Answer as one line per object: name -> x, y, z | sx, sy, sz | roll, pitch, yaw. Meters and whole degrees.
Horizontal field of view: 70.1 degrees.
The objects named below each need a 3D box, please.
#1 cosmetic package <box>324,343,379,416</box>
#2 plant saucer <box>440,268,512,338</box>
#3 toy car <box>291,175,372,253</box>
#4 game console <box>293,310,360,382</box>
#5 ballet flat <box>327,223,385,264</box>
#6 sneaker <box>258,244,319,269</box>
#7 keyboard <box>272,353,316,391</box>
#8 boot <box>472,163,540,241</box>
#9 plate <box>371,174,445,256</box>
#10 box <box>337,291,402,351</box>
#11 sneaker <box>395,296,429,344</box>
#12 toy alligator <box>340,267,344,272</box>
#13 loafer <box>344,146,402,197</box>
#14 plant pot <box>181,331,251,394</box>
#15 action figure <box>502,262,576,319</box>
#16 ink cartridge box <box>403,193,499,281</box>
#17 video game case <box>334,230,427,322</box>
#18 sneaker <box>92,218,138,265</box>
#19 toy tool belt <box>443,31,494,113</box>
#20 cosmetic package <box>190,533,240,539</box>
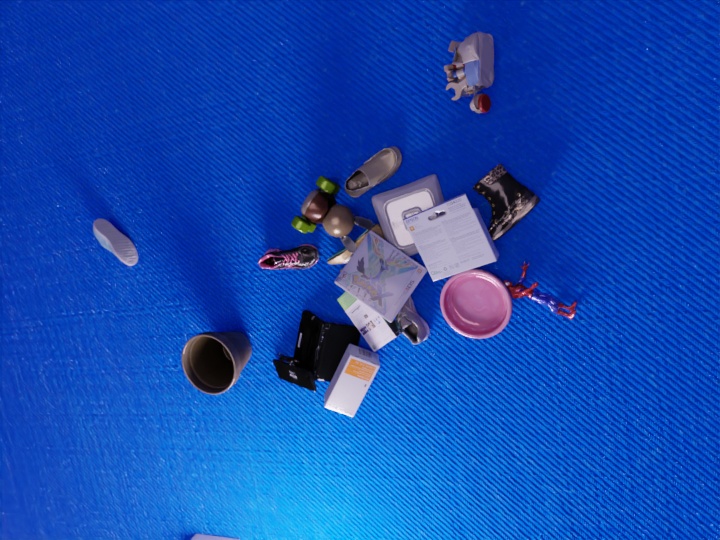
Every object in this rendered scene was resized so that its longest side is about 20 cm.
cosmetic package -> -0.028, 0.338, 1.577 | 0.101, 0.071, 0.201 | 21, 109, -11
plant saucer -> 0.324, 0.089, 1.433 | 0.200, 0.051, 0.202 | 8, 109, 23
toy car -> -0.069, -0.149, 1.485 | 0.200, 0.158, 0.165 | 34, 99, 3
game console -> -0.112, 0.244, 1.642 | 0.176, 0.116, 0.201 | 27, 110, 44
ballet flat -> -0.012, -0.061, 1.523 | 0.200, 0.069, 0.063 | -36, 94, 22
sneaker -> -0.226, -0.034, 1.587 | 0.199, 0.095, 0.079 | -8, 96, 19
keyboard -> -0.207, 0.318, 1.647 | 0.199, 0.040, 0.105 | 6, 118, 45
boot -> 0.357, -0.172, 1.372 | 0.200, 0.073, 0.151 | -44, 82, 25
plate -> 0.150, -0.147, 1.455 | 0.199, 0.032, 0.200 | -18, 96, 13
box -> 0.025, 0.132, 1.522 | 0.200, 0.036, 0.144 | 53, 143, 6
sneaker -> 0.128, 0.127, 1.497 | 0.076, 0.092, 0.200 | -40, 86, 21
toy alligator -> 0.000, 0.000, 1.536 | 0.199, 0.054, 0.059 | -27, 91, 21
loafer -> 0.033, -0.277, 1.464 | 0.200, 0.068, 0.076 | -38, 87, 21
plant pot -> -0.451, 0.280, 1.681 | 0.199, 0.173, 0.201 | 3, 101, 17
action figure -> 0.482, 0.049, 1.371 | 0.199, 0.065, 0.099 | 19, 123, 14
ink cartridge box -> 0.243, -0.089, 1.380 | 0.196, 0.043, 0.201 | -19, 103, 34
video game case -> 0.057, 0.016, 1.452 | 0.200, 0.022, 0.183 | 35, 89, 7
sneaker -> -0.868, -0.092, 1.820 | 0.200, 0.074, 0.082 | 51, 141, -1
toy tool belt -> 0.278, -0.503, 1.327 | 0.123, 0.124, 0.201 | 7, 101, 50
cosmetic package -> -0.545, 1.060, 1.918 | 0.199, 0.071, 0.102 | -4, 99, 20
